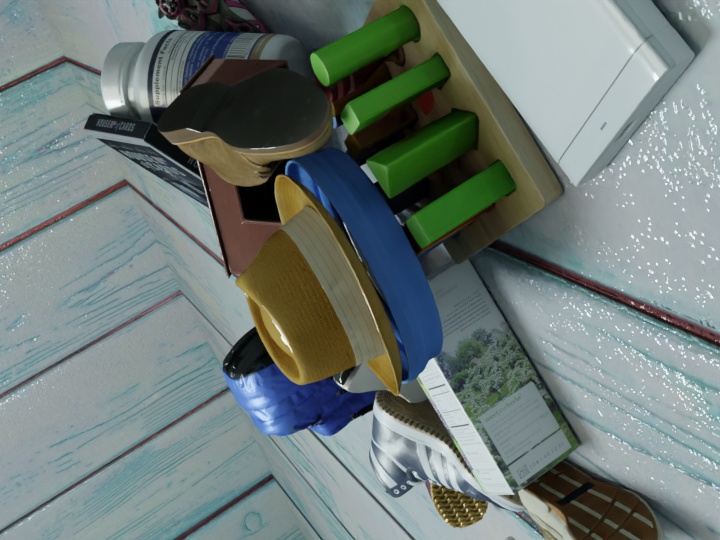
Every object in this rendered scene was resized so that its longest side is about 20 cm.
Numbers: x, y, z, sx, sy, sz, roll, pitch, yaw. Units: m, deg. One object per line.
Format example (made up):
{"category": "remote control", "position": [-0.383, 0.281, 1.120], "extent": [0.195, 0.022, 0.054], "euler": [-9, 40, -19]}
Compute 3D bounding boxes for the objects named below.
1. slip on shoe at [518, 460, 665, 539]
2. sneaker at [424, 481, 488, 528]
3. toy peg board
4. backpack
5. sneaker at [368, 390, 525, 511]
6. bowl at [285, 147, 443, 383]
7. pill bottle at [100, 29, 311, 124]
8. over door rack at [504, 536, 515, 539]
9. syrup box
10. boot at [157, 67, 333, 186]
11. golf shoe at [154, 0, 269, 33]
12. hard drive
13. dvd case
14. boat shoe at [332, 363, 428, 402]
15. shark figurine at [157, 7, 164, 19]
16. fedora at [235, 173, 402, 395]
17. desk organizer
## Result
{"category": "slip on shoe", "position": [0.196, 0.223, 0.776], "extent": [0.061, 0.075, 0.200], "euler": [69, 165, -12]}
{"category": "sneaker", "position": [0.094, 0.215, 1.098], "extent": [0.202, 0.074, 0.090], "euler": [63, -176, -19]}
{"category": "toy peg board", "position": [0.029, -0.095, 0.704], "extent": [0.202, 0.097, 0.199], "euler": [60, 163, 4]}
{"category": "backpack", "position": [-0.068, 0.132, 1.187], "extent": [0.170, 0.198, 0.162], "euler": [63, 162, -10]}
{"category": "sneaker", "position": [0.092, 0.214, 0.974], "extent": [0.198, 0.070, 0.110], "euler": [31, 129, 24]}
{"category": "bowl", "position": [0.003, -0.006, 0.737], "extent": [0.202, 0.039, 0.201], "euler": [58, 168, 20]}
{"category": "pill bottle", "position": [-0.157, -0.184, 0.919], "extent": [0.197, 0.112, 0.112], "euler": [8, 138, 20]}
{"category": "over door rack", "position": [0.205, 0.304, 0.762], "extent": [0.146, 0.067, 0.200], "euler": [26, -170, -14]}
{"category": "syrup box", "position": [0.105, 0.097, 0.832], "extent": [0.202, 0.078, 0.081], "euler": [59, 164, 5]}
{"category": "boot", "position": [-0.077, -0.104, 0.708], "extent": [0.198, 0.074, 0.076], "euler": [11, 150, 49]}
{"category": "golf shoe", "position": [-0.134, -0.257, 0.997], "extent": [0.201, 0.072, 0.092], "euler": [50, -156, -1]}
{"category": "hard drive", "position": [0.095, -0.160, 0.526], "extent": [0.201, 0.026, 0.132], "euler": [57, 163, 13]}
{"category": "dvd case", "position": [-0.179, -0.102, 0.963], "extent": [0.199, 0.025, 0.149], "euler": [32, 170, -39]}
{"category": "boat shoe", "position": [0.019, 0.077, 0.930], "extent": [0.092, 0.075, 0.199], "euler": [39, -170, 33]}
{"category": "shark figurine", "position": [-0.247, -0.406, 1.023], "extent": [0.129, 0.089, 0.216], "euler": [53, 160, 28]}
{"category": "fedora", "position": [-0.043, 0.025, 0.700], "extent": [0.202, 0.081, 0.201], "euler": [58, 168, 20]}
{"category": "desk organizer", "position": [-0.097, -0.091, 0.843], "extent": [0.076, 0.072, 0.202], "euler": [5, 129, 17]}
